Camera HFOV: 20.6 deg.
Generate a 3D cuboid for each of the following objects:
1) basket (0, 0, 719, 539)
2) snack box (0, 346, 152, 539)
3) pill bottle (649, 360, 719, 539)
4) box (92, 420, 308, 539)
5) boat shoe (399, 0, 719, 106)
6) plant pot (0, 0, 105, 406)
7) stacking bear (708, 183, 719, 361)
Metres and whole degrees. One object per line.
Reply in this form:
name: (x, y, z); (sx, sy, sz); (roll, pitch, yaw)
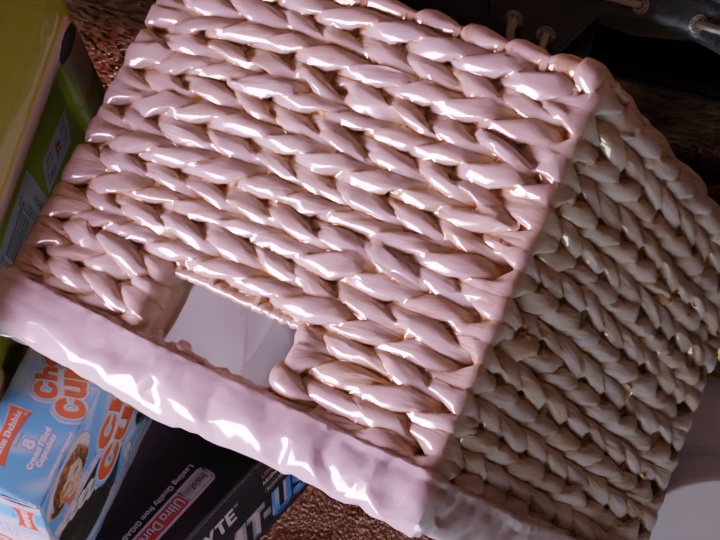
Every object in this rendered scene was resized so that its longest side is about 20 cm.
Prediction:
basket: (0.015, 0.007, 0.719); (0.198, 0.161, 0.200); (23, 173, 32)
snack box: (-0.099, 0.024, 0.828); (0.037, 0.200, 0.116); (21, 157, 8)
pill bottle: (0.117, 0.075, 0.858); (0.104, 0.104, 0.200); (10, -159, -13)
box: (-0.106, 0.056, 0.939); (0.198, 0.200, 0.050); (25, 149, 36)
boat shoe: (0.074, -0.093, 0.708); (0.200, 0.062, 0.073); (7, 168, 1)
plant pot: (-0.206, -0.038, 0.749); (0.181, 0.199, 0.200); (17, 168, 3)
stacking bear: (0.185, 0.000, 0.980); (0.121, 0.114, 0.200); (-33, 176, -31)
